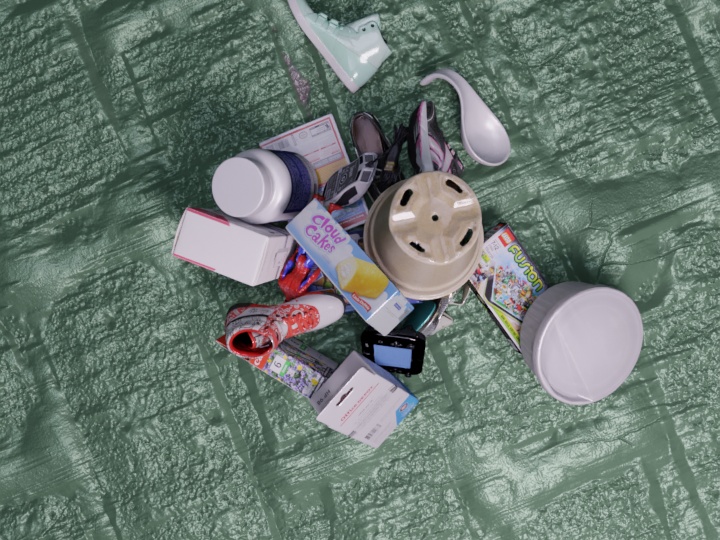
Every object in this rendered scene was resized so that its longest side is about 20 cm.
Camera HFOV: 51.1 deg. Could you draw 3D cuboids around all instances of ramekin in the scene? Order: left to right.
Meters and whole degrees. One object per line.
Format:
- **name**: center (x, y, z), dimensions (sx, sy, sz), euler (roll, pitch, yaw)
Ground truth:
- **ramekin**: center (0.355, 0.111, 1.243), dimensions (0.200, 0.094, 0.205), euler (-5, 107, -18)

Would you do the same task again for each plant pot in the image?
- **plant pot**: center (0.103, -0.064, 1.140), dimensions (0.198, 0.184, 0.203), euler (0, 83, 0)

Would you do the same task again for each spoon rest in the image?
- **spoon rest**: center (0.184, -0.265, 1.284), dimensions (0.099, 0.061, 0.201), euler (-36, 86, -34)

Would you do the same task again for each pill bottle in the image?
- **pill bottle**: center (-0.155, -0.137, 1.224), dimensions (0.118, 0.200, 0.121), euler (2, 97, 17)

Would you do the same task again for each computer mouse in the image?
- **computer mouse**: center (0.008, -0.158, 1.250), dimensions (0.044, 0.199, 0.111), euler (28, 57, -29)

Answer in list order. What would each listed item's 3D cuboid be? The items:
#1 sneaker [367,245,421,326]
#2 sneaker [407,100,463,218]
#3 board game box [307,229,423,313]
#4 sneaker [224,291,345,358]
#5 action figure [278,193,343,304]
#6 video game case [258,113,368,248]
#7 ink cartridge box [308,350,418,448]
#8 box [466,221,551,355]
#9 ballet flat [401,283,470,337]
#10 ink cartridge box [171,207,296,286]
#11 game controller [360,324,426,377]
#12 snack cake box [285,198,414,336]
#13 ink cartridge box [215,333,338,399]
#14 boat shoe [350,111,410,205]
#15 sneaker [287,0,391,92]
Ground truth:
- **sneaker**: center (0.041, 0.019, 1.309), dimensions (0.078, 0.066, 0.202), euler (20, 92, 16)
- **sneaker**: center (0.134, -0.190, 1.299), dimensions (0.085, 0.080, 0.203), euler (-7, 95, -14)
- **board game box**: center (0.000, 0.000, 1.271), dimensions (0.198, 0.034, 0.137), euler (-8, 83, 18)
- **sneaker**: center (-0.119, 0.091, 1.207), dimensions (0.199, 0.108, 0.068), euler (-6, 115, -3)
- **action figure**: center (-0.088, -0.024, 1.260), dimensions (0.065, 0.052, 0.202), euler (28, 100, 25)
- **video game case**: center (-0.080, -0.157, 1.331), dimensions (0.141, 0.017, 0.202), euler (-21, 90, 3)
- **ink cartridge box**: center (-0.001, 0.210, 1.245), dimensions (0.116, 0.200, 0.067), euler (-48, 50, 2)
- **box**: center (0.255, 0.031, 1.272), dimensions (0.110, 0.035, 0.201), euler (-39, 104, -5)
- **ballet flat**: center (0.142, 0.057, 1.300), dimensions (0.072, 0.072, 0.202), euler (31, 94, 2)
- **ink cartridge box**: center (-0.200, -0.043, 1.242), dimensions (0.145, 0.200, 0.084), euler (19, 97, 7)
- **game controller**: center (0.054, 0.135, 1.245), dimensions (0.103, 0.200, 0.043), euler (-1, 66, 2)
- **snack cake box**: center (-0.015, -0.003, 1.135), dimensions (0.067, 0.115, 0.200), euler (-43, 68, 2)
- **ink cartridge box**: center (-0.140, 0.142, 1.293), dimensions (0.199, 0.109, 0.051), euler (31, 99, 2)
- **boat shoe**: center (0.032, -0.178, 1.300), dimensions (0.071, 0.068, 0.202), euler (-22, 91, 2)
- **sneaker**: center (-0.032, -0.422, 1.293), dimensions (0.118, 0.074, 0.201), euler (-39, 98, 10)
